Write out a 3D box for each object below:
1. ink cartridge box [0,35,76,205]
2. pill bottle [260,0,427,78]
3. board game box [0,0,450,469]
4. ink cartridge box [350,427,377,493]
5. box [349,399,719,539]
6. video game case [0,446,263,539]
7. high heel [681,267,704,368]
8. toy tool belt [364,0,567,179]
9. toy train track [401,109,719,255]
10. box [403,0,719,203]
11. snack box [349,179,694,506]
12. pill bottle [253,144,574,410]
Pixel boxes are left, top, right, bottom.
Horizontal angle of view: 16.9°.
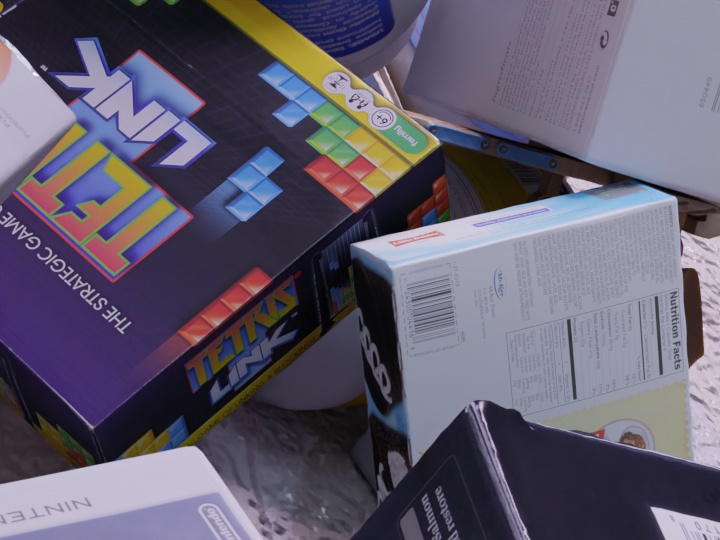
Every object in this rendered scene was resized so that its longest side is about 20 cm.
[{"bbox_3d":[-0.184,0.021,0.729,0.050,0.162,0.200,45,29,-1],"label":"ink cartridge box"},{"bbox_3d":[-0.024,-0.149,0.980,0.112,0.112,0.200,48,-7,16],"label":"pill bottle"},{"bbox_3d":[-0.094,-0.037,0.884,0.165,0.057,0.200,-40,60,-21],"label":"board game box"},{"bbox_3d":[0.093,0.097,1.055,0.199,0.039,0.100,-3,49,-50],"label":"ink cartridge box"},{"bbox_3d":[0.070,0.164,0.772,0.196,0.200,0.118,16,38,-34],"label":"box"},{"bbox_3d":[-0.088,0.127,0.675,0.181,0.023,0.200,-10,36,-27],"label":"video game case"},{"bbox_3d":[0.086,0.089,0.968,0.095,0.201,0.067,5,19,24],"label":"high heel"},{"bbox_3d":[0.075,-0.082,1.191,0.200,0.123,0.125,50,32,19],"label":"toy tool belt"},{"bbox_3d":[0.067,-0.034,0.978,0.199,0.033,0.115,14,7,-29],"label":"toy train track"},{"bbox_3d":[0.116,-0.088,0.966,0.124,0.098,0.200,15,6,-21],"label":"box"},{"bbox_3d":[0.064,0.077,0.873,0.116,0.201,0.037,-13,18,-23],"label":"snack box"},{"bbox_3d":[0.000,0.000,1.009,0.199,0.112,0.112,-3,49,-49],"label":"pill bottle"}]
